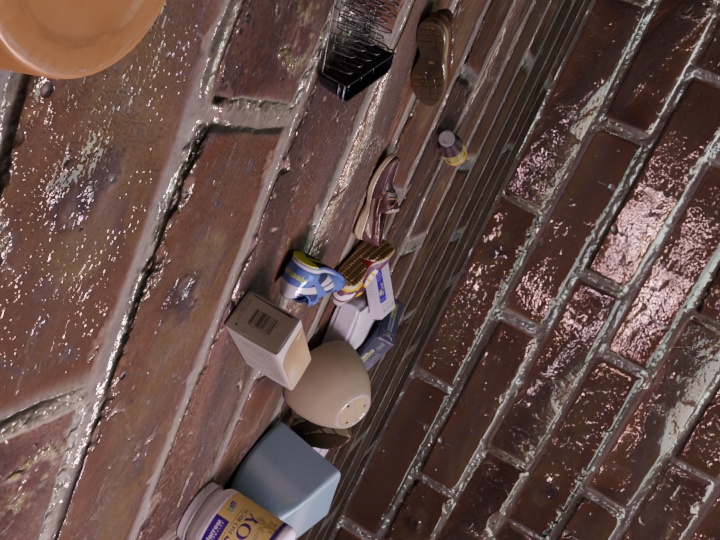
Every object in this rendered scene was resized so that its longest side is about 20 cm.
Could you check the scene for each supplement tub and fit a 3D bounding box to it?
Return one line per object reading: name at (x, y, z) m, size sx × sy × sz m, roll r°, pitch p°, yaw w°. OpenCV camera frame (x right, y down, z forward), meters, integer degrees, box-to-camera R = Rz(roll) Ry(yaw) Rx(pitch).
supplement tub at (-0.246, 0.528, 1.399) m, size 0.145 × 0.200 × 0.145 m, roll -56°, pitch 166°, yaw -23°

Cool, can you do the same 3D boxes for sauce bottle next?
sauce bottle at (0.231, -0.313, 1.796) m, size 0.066 × 0.066 × 0.200 m, roll -63°, pitch 165°, yaw 6°

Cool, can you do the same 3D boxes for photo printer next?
photo printer at (-0.014, 0.122, 1.731) m, size 0.200 × 0.069 × 0.167 m, roll -35°, pitch 150°, yaw -63°

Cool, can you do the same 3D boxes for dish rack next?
dish rack at (0.007, -0.344, 0.948) m, size 0.153 × 0.055 × 0.200 m, roll -49°, pitch 161°, yaw -45°

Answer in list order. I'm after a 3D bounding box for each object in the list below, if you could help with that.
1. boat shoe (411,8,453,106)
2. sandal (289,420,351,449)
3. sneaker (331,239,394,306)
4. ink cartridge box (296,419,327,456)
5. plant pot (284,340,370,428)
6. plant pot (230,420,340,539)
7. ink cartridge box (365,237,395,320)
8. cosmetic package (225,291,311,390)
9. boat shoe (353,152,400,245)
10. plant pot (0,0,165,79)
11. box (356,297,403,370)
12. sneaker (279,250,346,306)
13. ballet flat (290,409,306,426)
boat shoe at (0.142, -0.391, 1.305) m, size 0.068 × 0.072 × 0.200 m, roll -52°, pitch 161°, yaw -28°
sandal at (-0.115, 0.397, 1.701) m, size 0.200 × 0.082 × 0.055 m, roll -21°, pitch 179°, yaw 17°
sneaker at (0.000, 0.000, 1.567) m, size 0.200 × 0.075 × 0.090 m, roll -40°, pitch 163°, yaw -42°
ink cartridge box at (-0.153, 0.484, 1.894) m, size 0.144 × 0.084 × 0.200 m, roll -54°, pitch 163°, yaw -31°
plant pot at (-0.054, 0.280, 1.599) m, size 0.200 × 0.134 × 0.200 m, roll -25°, pitch 137°, yaw -26°
plant pot at (-0.196, 0.508, 1.597) m, size 0.200 × 0.196 × 0.196 m, roll -34°, pitch 151°, yaw -41°
ink cartridge box at (0.040, 0.008, 1.672) m, size 0.095 × 0.037 × 0.200 m, roll -33°, pitch 118°, yaw -63°
cosmetic package at (-0.149, 0.122, 1.178) m, size 0.071 × 0.105 × 0.200 m, roll -57°, pitch 167°, yaw -20°
boat shoe at (0.050, -0.142, 1.450) m, size 0.072 × 0.072 × 0.200 m, roll -34°, pitch 150°, yaw -62°
plant pot at (-0.189, -0.188, 0.361) m, size 0.200 × 0.140 × 0.200 m, roll -55°, pitch 166°, yaw -22°
box at (0.031, 0.182, 1.853) m, size 0.200 × 0.051 × 0.158 m, roll -51°, pitch -165°, yaw 41°
sneaker at (-0.089, 0.020, 1.270) m, size 0.082 × 0.074 × 0.200 m, roll -61°, pitch 159°, yaw 2°
ballet flat at (-0.136, 0.363, 1.743) m, size 0.067 × 0.068 × 0.200 m, roll -12°, pitch 120°, yaw -17°
